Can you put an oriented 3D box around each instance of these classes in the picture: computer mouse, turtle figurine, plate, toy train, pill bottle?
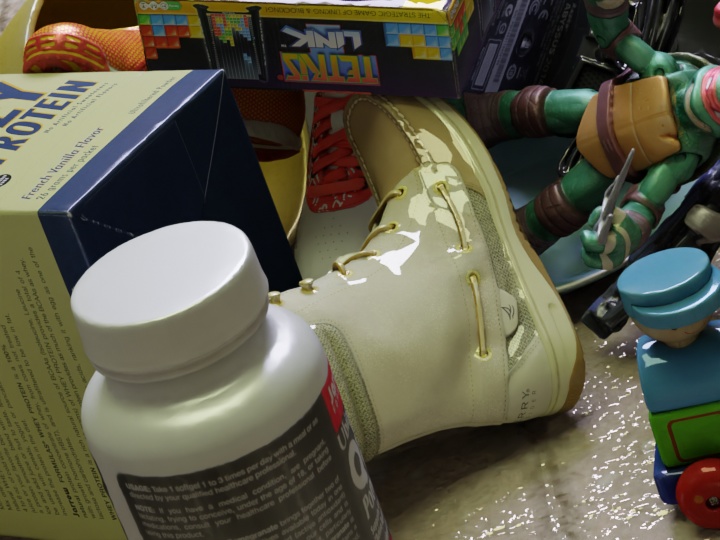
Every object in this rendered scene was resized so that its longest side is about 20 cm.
[{"bbox_3d":[0.116,-0.107,1.595,0.200,0.053,0.139,26,95,63],"label":"computer mouse"},{"bbox_3d":[0.124,-0.068,1.436,0.100,0.150,0.200,10,-21,-36],"label":"turtle figurine"},{"bbox_3d":[0.094,-0.028,1.578,0.200,0.026,0.200,-16,28,9],"label":"plate"},{"bbox_3d":[0.216,0.032,1.293,0.199,0.116,0.085,-12,29,15],"label":"toy train"},{"bbox_3d":[-0.056,0.083,1.291,0.110,0.200,0.111,-15,29,8],"label":"pill bottle"}]

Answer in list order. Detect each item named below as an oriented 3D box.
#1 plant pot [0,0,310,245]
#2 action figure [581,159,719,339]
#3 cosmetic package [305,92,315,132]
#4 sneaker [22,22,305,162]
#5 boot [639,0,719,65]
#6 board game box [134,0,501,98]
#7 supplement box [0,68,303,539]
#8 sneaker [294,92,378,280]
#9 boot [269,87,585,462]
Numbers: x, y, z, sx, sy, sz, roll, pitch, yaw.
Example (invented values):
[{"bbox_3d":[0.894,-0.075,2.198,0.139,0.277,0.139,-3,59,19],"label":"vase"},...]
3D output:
[{"bbox_3d":[-0.148,-0.063,1.654,0.142,0.200,0.200,-27,18,41],"label":"plant pot"},{"bbox_3d":[0.211,-0.013,1.439,0.200,0.105,0.194,-46,21,6],"label":"action figure"},{"bbox_3d":[-0.061,-0.129,1.768,0.199,0.113,0.081,-12,30,18],"label":"cosmetic package"},{"bbox_3d":[-0.106,-0.107,1.558,0.073,0.077,0.200,-8,-12,35],"label":"sneaker"},{"bbox_3d":[0.219,-0.138,1.547,0.200,0.139,0.077,16,28,35],"label":"boot"},{"bbox_3d":[-0.006,-0.167,1.525,0.165,0.057,0.200,5,39,17],"label":"board game box"},{"bbox_3d":[-0.148,0.018,1.467,0.199,0.200,0.134,1,33,36],"label":"supplement box"},{"bbox_3d":[-0.009,-0.081,1.575,0.067,0.108,0.202,-6,44,29],"label":"sneaker"},{"bbox_3d":[0.000,0.000,1.425,0.154,0.072,0.200,-16,62,-25],"label":"boot"}]
